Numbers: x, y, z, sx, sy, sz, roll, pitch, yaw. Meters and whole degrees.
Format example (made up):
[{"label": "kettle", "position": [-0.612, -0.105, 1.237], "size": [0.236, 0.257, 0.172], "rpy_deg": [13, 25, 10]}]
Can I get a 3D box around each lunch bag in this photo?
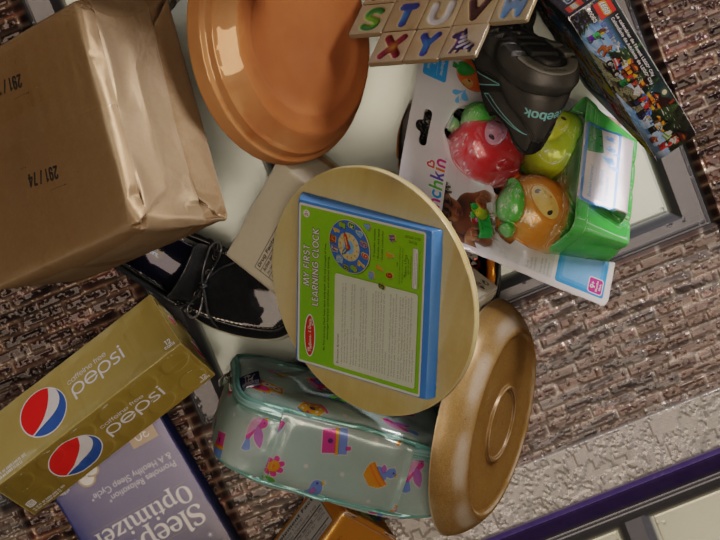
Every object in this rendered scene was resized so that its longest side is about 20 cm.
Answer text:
[{"label": "lunch bag", "position": [-0.028, 0.131, 1.396], "size": [0.199, 0.160, 0.077], "rpy_deg": [16, 104, -9]}]

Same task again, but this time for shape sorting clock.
[{"label": "shape sorting clock", "position": [0.010, 0.016, 1.300], "size": [0.199, 0.039, 0.201], "rpy_deg": [13, 114, 32]}]

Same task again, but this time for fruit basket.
[{"label": "fruit basket", "position": [0.129, -0.086, 1.353], "size": [0.199, 0.094, 0.186], "rpy_deg": [25, 57, -22]}]

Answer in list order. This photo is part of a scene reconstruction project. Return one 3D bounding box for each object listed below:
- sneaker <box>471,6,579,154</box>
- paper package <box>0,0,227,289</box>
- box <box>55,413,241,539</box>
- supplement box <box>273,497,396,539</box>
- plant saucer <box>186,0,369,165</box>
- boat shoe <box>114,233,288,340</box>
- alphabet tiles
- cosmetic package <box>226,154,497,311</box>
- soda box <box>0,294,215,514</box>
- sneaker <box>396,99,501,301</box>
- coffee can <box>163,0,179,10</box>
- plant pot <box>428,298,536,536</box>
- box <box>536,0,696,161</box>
[{"label": "sneaker", "position": [0.110, -0.164, 1.319], "size": [0.075, 0.200, 0.080], "rpy_deg": [0, 121, -14]}, {"label": "paper package", "position": [-0.222, -0.097, 1.316], "size": [0.200, 0.103, 0.191], "rpy_deg": [-21, 81, 41]}, {"label": "box", "position": [-0.181, 0.227, 1.472], "size": [0.121, 0.032, 0.200], "rpy_deg": [-29, 99, 4]}, {"label": "supplement box", "position": [-0.059, 0.283, 1.457], "size": [0.066, 0.069, 0.200], "rpy_deg": [34, 99, -31]}, {"label": "plant saucer", "position": [-0.056, -0.185, 1.332], "size": [0.037, 0.200, 0.201], "rpy_deg": [-4, 102, 39]}, {"label": "boat shoe", "position": [-0.140, 0.004, 1.420], "size": [0.200, 0.062, 0.075], "rpy_deg": [29, 96, -6]}, {"label": "alphabet tiles", "position": [0.081, -0.240, 1.323], "size": [0.006, 0.166, 0.200], "rpy_deg": [51, 52, -41]}, {"label": "cosmetic package", "position": [0.000, 0.000, 1.373], "size": [0.200, 0.071, 0.105], "rpy_deg": [39, 117, 14]}, {"label": "soda box", "position": [-0.227, 0.114, 1.416], "size": [0.200, 0.068, 0.064], "rpy_deg": [-38, 54, 1]}, {"label": "sneaker", "position": [0.081, -0.051, 1.406], "size": [0.078, 0.077, 0.201], "rpy_deg": [-15, 98, 3]}, {"label": "coffee can", "position": [-0.197, -0.320, 1.324], "size": [0.200, 0.146, 0.147], "rpy_deg": [33, 98, -6]}, {"label": "plant pot", "position": [0.106, 0.123, 1.375], "size": [0.027, 0.200, 0.201], "rpy_deg": [13, 100, 22]}, {"label": "box", "position": [0.184, -0.179, 1.309], "size": [0.038, 0.200, 0.137], "rpy_deg": [-34, 114, 5]}]
